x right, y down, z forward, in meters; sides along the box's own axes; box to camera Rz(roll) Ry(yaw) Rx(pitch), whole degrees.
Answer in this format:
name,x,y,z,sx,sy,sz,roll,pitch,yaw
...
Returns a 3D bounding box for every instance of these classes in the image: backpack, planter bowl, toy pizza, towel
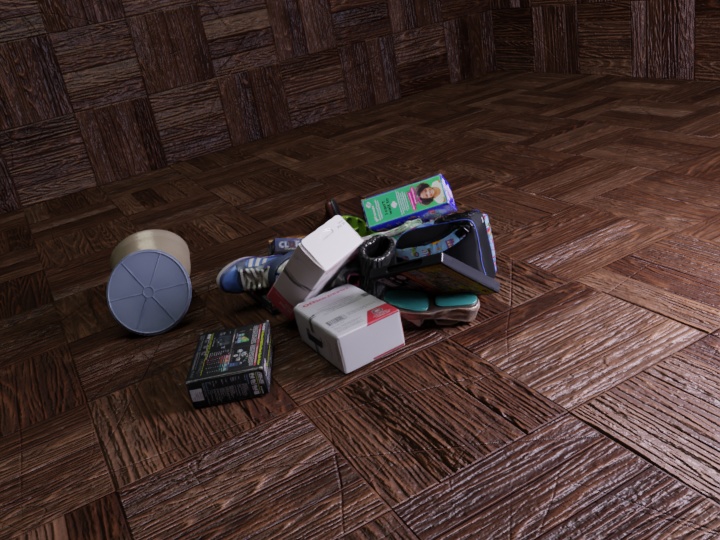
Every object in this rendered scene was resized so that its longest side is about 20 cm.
name,x,y,z,sx,sy,sz,roll,pitch,yaw
backpack,0.184,-0.032,1.555,0.198,0.185,0.135,-9,17,27
planter bowl,-0.516,0.018,1.773,0.198,0.201,0.135,-16,50,-12
toy pizza,-0.496,0.051,1.670,0.198,0.203,0.032,-13,-3,-4
towel,0.037,-0.081,1.646,0.198,0.024,0.152,-19,2,16

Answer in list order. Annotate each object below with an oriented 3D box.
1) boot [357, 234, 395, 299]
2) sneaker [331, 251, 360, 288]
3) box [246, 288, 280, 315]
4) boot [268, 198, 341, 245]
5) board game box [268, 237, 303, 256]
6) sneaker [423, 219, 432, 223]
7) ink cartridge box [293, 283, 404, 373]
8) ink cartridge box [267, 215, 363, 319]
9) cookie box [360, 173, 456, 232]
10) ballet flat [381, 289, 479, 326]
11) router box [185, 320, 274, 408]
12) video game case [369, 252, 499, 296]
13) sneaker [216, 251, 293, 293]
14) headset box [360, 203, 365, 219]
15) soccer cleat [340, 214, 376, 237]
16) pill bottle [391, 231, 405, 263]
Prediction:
name,x,y,z,sx,sy,sz,roll,pitch,yaw
boot,0.038,-0.017,1.574,0.078,0.159,0.212,4,32,3
sneaker,0.000,0.000,1.717,0.199,0.080,0.095,-30,50,-35
box,-0.194,0.039,1.735,0.135,0.038,0.200,-21,25,-23
boot,-0.143,-0.099,1.855,0.197,0.189,0.069,-11,57,-3
board game box,-0.126,-0.053,1.784,0.197,0.035,0.135,0,-8,-15
sneaker,0.198,-0.102,1.823,0.070,0.083,0.200,5,28,37
ink cartridge box,-0.026,0.111,1.431,0.143,0.085,0.200,-23,26,-24
ink cartridge box,-0.099,-0.005,1.521,0.146,0.083,0.200,-40,-8,-43
cookie box,0.119,-0.156,1.706,0.198,0.076,0.171,-18,-6,13
ballet flat,0.141,0.082,1.436,0.197,0.068,0.068,3,39,7
router box,-0.251,0.181,1.400,0.148,0.063,0.200,-12,23,1
video game case,0.150,0.020,1.419,0.180,0.026,0.199,-13,-26,41
sneaker,-0.223,0.014,1.648,0.198,0.082,0.146,-15,17,-24
headset box,0.091,-0.149,1.990,0.198,0.076,0.149,-12,23,-3
soccer cleat,0.013,-0.092,1.830,0.198,0.068,0.081,19,-7,-30
pill bottle,0.165,-0.053,1.686,0.198,0.114,0.113,-18,24,-16
